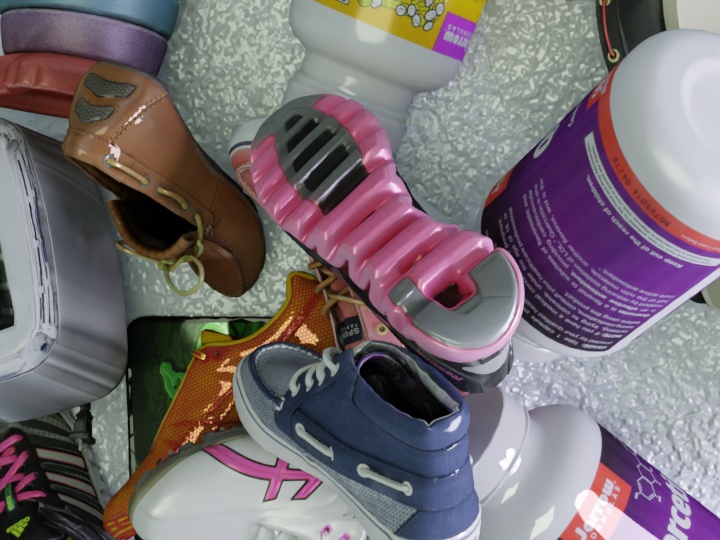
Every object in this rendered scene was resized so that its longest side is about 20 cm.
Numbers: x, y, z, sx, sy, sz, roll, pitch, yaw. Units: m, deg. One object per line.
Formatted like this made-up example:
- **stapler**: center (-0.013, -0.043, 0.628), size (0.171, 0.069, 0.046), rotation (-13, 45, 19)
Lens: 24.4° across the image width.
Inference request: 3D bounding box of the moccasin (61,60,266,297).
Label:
- **moccasin**: center (-0.109, -0.034, 0.937), size (0.073, 0.202, 0.078), rotation (20, 71, 20)

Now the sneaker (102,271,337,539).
- **sneaker**: center (-0.085, 0.082, 1.003), size (0.200, 0.073, 0.077), rotation (-45, 84, 1)

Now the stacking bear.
- **stacking bear**: center (-0.157, -0.193, 0.968), size (0.121, 0.113, 0.201), rotation (4, 85, 52)

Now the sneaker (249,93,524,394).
- **sneaker**: center (0.013, -0.010, 0.872), size (0.079, 0.095, 0.200), rotation (-37, 59, -6)

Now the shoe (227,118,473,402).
- **shoe**: center (0.000, 0.000, 0.944), size (0.200, 0.071, 0.091), rotation (33, 63, -14)

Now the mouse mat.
- **mouse mat**: center (-0.068, 0.128, 1.038), size (0.160, 0.008, 0.201), rotation (0, 95, 10)

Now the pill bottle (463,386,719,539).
- **pill bottle**: center (0.127, 0.152, 0.927), size (0.200, 0.113, 0.113), rotation (37, 101, -17)

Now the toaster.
- **toaster**: center (-0.209, 0.006, 0.964), size (0.113, 0.129, 0.201), rotation (-15, 76, 10)

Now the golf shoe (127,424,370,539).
- **golf shoe**: center (-0.030, 0.136, 0.944), size (0.199, 0.092, 0.073), rotation (-3, 129, -22)

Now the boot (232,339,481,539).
- **boot**: center (-0.004, 0.065, 0.870), size (0.200, 0.073, 0.091), rotation (35, 136, 45)

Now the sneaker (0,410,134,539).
- **sneaker**: center (-0.199, 0.145, 1.018), size (0.074, 0.087, 0.200), rotation (-34, 86, 12)

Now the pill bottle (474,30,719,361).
- **pill bottle**: center (0.133, -0.028, 0.865), size (0.113, 0.112, 0.200), rotation (47, 141, 2)

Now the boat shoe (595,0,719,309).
- **boat shoe**: center (0.180, -0.077, 0.947), size (0.063, 0.074, 0.202), rotation (-1, 107, 42)

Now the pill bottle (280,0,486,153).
- **pill bottle**: center (0.024, -0.172, 0.939), size (0.104, 0.104, 0.201), rotation (23, 100, 6)
